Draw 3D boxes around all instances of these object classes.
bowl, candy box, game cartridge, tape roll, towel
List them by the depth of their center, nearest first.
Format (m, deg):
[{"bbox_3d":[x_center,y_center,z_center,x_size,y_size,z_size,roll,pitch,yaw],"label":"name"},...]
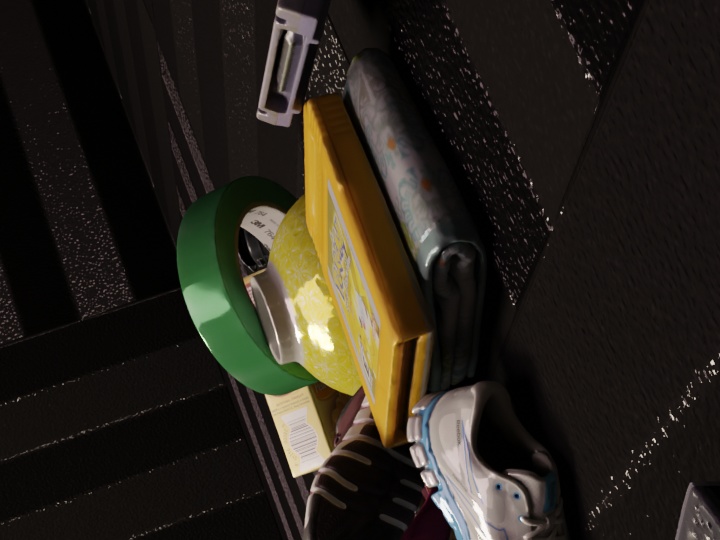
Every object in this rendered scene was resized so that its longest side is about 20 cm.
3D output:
[{"bbox_3d":[-0.032,-0.184,0.930,0.200,0.038,0.130,121,167,-76],"label":"game cartridge"},{"bbox_3d":[0.000,0.000,0.988,0.176,0.032,0.200,92,158,-60],"label":"game cartridge"},{"bbox_3d":[0.032,-0.027,0.988,0.200,0.048,0.171,89,159,-56],"label":"towel"},{"bbox_3d":[-0.031,0.025,1.217,0.200,0.107,0.201,162,90,-79],"label":"bowl"},{"bbox_3d":[-0.086,0.013,1.320,0.200,0.048,0.201,38,-140,-41],"label":"tape roll"},{"bbox_3d":[-0.052,0.096,1.427,0.115,0.055,0.200,-4,-107,-64],"label":"candy box"}]

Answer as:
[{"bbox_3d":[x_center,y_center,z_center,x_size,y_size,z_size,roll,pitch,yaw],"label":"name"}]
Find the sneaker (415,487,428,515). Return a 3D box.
[{"bbox_3d":[0.060,0.198,1.156,0.074,0.080,0.200,-43,59,41],"label":"sneaker"}]

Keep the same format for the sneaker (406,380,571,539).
[{"bbox_3d":[0.101,0.160,0.905,0.200,0.075,0.087,62,145,6],"label":"sneaker"}]

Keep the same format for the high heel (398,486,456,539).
[{"bbox_3d":[0.043,0.176,1.068,0.200,0.096,0.068,-104,10,-64],"label":"high heel"}]

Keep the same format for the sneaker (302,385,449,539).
[{"bbox_3d":[0.004,0.151,1.075,0.076,0.200,0.116,31,147,-4],"label":"sneaker"}]

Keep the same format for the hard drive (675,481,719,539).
[{"bbox_3d":[0.181,0.192,0.626,0.135,0.042,0.200,-120,17,-45],"label":"hard drive"}]

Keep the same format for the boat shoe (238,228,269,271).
[{"bbox_3d":[-0.116,-0.040,1.643,0.200,0.062,0.075,-166,56,-78],"label":"boat shoe"}]
